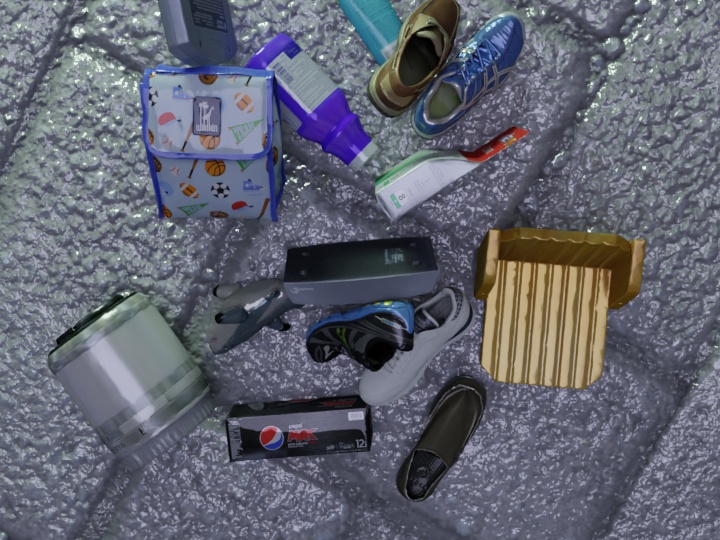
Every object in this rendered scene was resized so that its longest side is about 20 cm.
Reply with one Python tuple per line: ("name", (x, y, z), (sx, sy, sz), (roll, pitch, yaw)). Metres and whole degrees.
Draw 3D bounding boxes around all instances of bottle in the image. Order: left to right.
("bottle", (-0.061, -0.216, 1.281), (0.200, 0.065, 0.084), (45, 55, -4))

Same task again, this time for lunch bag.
("lunch bag", (-0.184, -0.165, 1.236), (0.168, 0.125, 0.202), (2, 132, 0))

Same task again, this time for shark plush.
("shark plush", (-0.123, 0.051, 1.350), (0.198, 0.091, 0.084), (-23, 118, -13))

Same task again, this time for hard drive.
("hard drive", (0.000, 0.000, 1.285), (0.197, 0.135, 0.043), (-5, 113, 0))

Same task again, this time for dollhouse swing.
("dollhouse swing", (0.251, 0.055, 1.268), (0.197, 0.182, 0.178), (5, 78, 2))

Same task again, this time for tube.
("tube", (0.016, -0.335, 1.277), (0.077, 0.050, 0.201), (-33, 94, -23))

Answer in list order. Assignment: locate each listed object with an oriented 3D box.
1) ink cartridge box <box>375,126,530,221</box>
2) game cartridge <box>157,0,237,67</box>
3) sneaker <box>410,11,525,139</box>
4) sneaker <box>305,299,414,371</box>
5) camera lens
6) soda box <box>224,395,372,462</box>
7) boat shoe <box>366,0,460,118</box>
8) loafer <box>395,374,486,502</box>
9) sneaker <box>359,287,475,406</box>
("ink cartridge box", (0.110, -0.143, 1.242), (0.199, 0.161, 0.050), (-34, 99, 7))
("game cartridge", (-0.205, -0.322, 1.213), (0.040, 0.200, 0.135), (-14, 97, 12))
("sneaker", (0.145, -0.251, 1.267), (0.076, 0.077, 0.201), (39, 97, -1))
("sneaker", (-0.004, 0.096, 1.283), (0.199, 0.070, 0.084), (-20, 73, 45))
("camera lens", (-0.307, 0.143, 1.306), (0.159, 0.160, 0.201), (-35, 95, 7))
("soda box", (-0.084, 0.218, 1.349), (0.197, 0.071, 0.064), (-5, 99, 4))
("boat shoe", (0.082, -0.277, 1.225), (0.075, 0.074, 0.201), (36, 61, -15))
("loafer", (0.115, 0.240, 1.343), (0.075, 0.070, 0.202), (26, 99, -1))
("sneaker", (0.066, 0.099, 1.309), (0.200, 0.080, 0.076), (-47, 66, 3))
